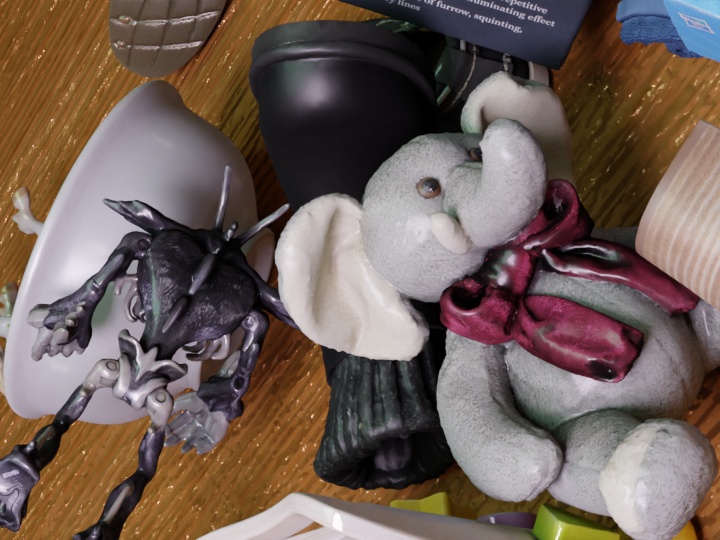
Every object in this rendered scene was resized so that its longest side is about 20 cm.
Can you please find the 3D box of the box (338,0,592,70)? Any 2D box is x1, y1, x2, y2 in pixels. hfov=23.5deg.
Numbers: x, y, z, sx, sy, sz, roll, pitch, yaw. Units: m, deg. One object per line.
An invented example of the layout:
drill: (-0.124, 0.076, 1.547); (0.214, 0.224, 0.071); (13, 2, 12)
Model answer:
box: (0.049, -0.201, 0.710); (0.200, 0.147, 0.108); (111, 176, -57)

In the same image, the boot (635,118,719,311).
boot: (0.203, -0.048, 0.569); (0.154, 0.074, 0.201); (30, 92, 22)

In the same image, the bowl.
bowl: (-0.107, 0.006, 0.945); (0.201, 0.090, 0.202); (24, -90, -81)

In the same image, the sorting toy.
sorting toy: (0.024, 0.131, 0.671); (0.200, 0.179, 0.108); (-30, 46, 46)

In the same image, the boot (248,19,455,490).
boot: (0.003, 0.000, 0.773); (0.079, 0.211, 0.159); (-5, 65, 11)

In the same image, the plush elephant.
plush elephant: (0.066, 0.000, 0.673); (0.165, 0.155, 0.200); (-46, 11, -24)

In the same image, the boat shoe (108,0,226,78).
boat shoe: (-0.103, -0.218, 1.083); (0.068, 0.071, 0.201); (-75, 5, -69)

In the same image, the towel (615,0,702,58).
towel: (0.149, -0.177, 0.641); (0.112, 0.048, 0.201); (-135, 64, -81)

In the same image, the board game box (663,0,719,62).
board game box: (0.221, -0.123, 0.504); (0.195, 0.056, 0.201); (27, 91, 23)

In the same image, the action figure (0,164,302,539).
action figure: (-0.106, 0.046, 0.823); (0.201, 0.119, 0.102); (-59, 10, -27)

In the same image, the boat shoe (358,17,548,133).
boat shoe: (0.010, -0.101, 0.880); (0.199, 0.067, 0.072); (14, 91, 56)

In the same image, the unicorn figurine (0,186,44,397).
unicorn figurine: (-0.193, 0.005, 1.125); (0.137, 0.073, 0.201); (46, 130, 40)
